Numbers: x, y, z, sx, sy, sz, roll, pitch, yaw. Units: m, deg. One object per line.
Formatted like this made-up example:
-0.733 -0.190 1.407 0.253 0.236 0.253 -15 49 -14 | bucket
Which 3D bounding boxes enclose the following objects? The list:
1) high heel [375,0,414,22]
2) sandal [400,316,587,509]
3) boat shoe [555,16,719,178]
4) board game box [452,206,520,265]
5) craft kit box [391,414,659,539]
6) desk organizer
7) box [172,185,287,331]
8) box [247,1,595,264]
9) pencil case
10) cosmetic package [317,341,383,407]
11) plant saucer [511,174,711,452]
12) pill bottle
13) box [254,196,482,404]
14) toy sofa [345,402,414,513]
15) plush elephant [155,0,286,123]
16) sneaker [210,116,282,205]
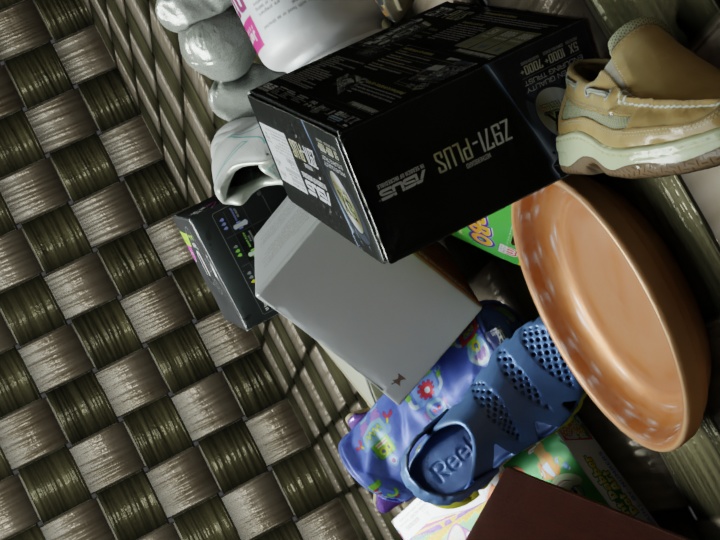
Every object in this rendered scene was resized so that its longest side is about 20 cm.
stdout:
-0.001 -0.270 0.821 0.143 0.071 0.200 40 138 48 | high heel
0.099 0.115 0.981 0.079 0.200 0.087 44 -159 19 | sandal
0.143 -0.087 0.641 0.200 0.072 0.076 -167 68 -73 | boat shoe
0.044 -0.070 0.981 0.200 0.030 0.096 28 159 11 | board game box
0.143 0.228 1.051 0.198 0.048 0.200 53 126 18 | craft kit box
0.178 0.220 0.930 0.200 0.077 0.072 18 153 33 | desk organizer
-0.064 -0.044 1.274 0.124 0.200 0.149 63 169 -9 | box
0.038 -0.096 0.821 0.086 0.164 0.200 68 167 -21 | box
0.069 0.114 1.085 0.078 0.200 0.087 18 -146 -43 | pencil case
0.016 0.067 1.416 0.200 0.103 0.073 47 160 57 | cosmetic package
0.164 0.020 0.837 0.200 0.037 0.200 60 167 23 | plant saucer
-0.048 -0.229 1.027 0.200 0.113 0.113 63 168 0 | pill bottle
0.000 0.000 1.099 0.152 0.106 0.200 38 -172 -14 | box
0.058 0.246 1.628 0.083 0.097 0.200 50 161 49 | toy sofa
-0.107 -0.230 1.178 0.200 0.155 0.165 49 161 52 | plush elephant
-0.054 -0.120 1.143 0.070 0.200 0.080 38 -147 -31 | sneaker
